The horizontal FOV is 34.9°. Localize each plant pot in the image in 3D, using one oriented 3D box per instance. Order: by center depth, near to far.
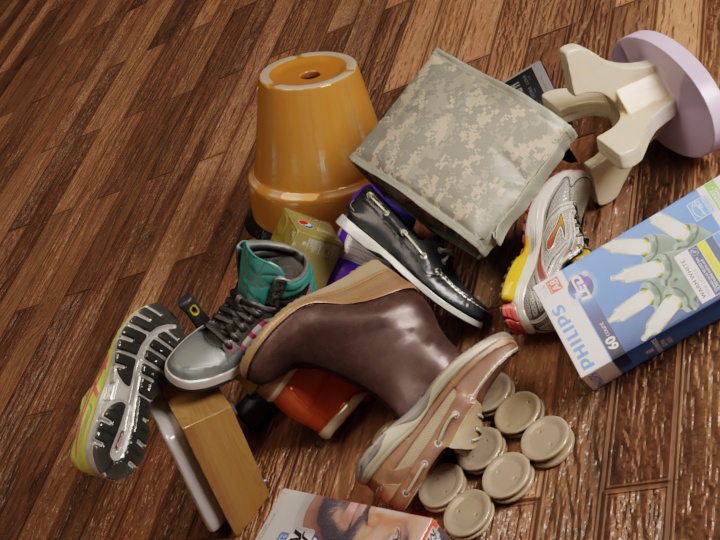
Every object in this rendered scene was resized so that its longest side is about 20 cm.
[{"bbox_3d":[-0.054,-0.168,1.451,0.198,0.185,0.201,-6,31,4],"label":"plant pot"}]

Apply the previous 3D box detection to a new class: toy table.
[{"bbox_3d":[0.282,-0.170,1.208,0.116,0.185,0.200,-24,20,-7],"label":"toy table"}]

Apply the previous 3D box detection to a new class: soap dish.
[{"bbox_3d":[-0.178,0.175,1.264,0.081,0.159,0.200,-27,31,-13],"label":"soap dish"}]

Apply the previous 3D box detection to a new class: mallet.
[{"bbox_3d":[-0.137,0.093,1.275,0.066,0.201,0.041,-38,37,-20],"label":"mallet"}]

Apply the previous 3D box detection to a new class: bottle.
[{"bbox_3d":[0.000,0.000,1.350,0.202,0.083,0.065,-69,11,-19],"label":"bottle"}]

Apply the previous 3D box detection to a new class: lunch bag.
[{"bbox_3d":[0.118,-0.118,1.229,0.164,0.118,0.200,-51,51,-2],"label":"lunch bag"}]

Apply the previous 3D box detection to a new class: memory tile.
[{"bbox_3d":[0.105,0.165,1.113,0.153,0.017,0.200,-43,32,-6],"label":"memory tile"}]

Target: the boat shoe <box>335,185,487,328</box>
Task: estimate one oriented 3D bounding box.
[{"bbox_3d":[0.064,-0.016,1.234,0.061,0.199,0.076,-52,-10,3],"label":"boat shoe"}]

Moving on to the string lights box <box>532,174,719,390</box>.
[{"bbox_3d":[0.272,0.014,1.055,0.199,0.059,0.103,-32,64,12],"label":"string lights box"}]

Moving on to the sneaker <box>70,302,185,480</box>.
[{"bbox_3d":[-0.250,0.122,1.188,0.090,0.078,0.201,-20,41,46],"label":"sneaker"}]

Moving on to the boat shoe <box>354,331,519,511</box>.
[{"bbox_3d":[0.084,0.144,1.086,0.072,0.076,0.200,44,90,14],"label":"boat shoe"}]

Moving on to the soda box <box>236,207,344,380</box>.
[{"bbox_3d":[-0.094,0.034,1.341,0.201,0.063,0.068,-64,28,17],"label":"soda box"}]

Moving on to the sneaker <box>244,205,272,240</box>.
[{"bbox_3d":[-0.110,-0.035,1.512,0.082,0.073,0.199,-47,33,-12],"label":"sneaker"}]

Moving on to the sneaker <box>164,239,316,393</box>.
[{"bbox_3d":[-0.119,0.035,1.179,0.083,0.122,0.199,33,49,27],"label":"sneaker"}]

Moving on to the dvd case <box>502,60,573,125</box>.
[{"bbox_3d":[0.162,-0.175,1.456,0.199,0.025,0.151,-30,34,15],"label":"dvd case"}]

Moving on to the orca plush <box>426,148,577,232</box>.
[{"bbox_3d":[0.162,-0.081,1.332,0.198,0.072,0.105,-25,-9,14],"label":"orca plush"}]

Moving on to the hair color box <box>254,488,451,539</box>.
[{"bbox_3d":[-0.017,0.275,1.059,0.199,0.064,0.111,0,49,43],"label":"hair color box"}]

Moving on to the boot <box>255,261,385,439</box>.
[{"bbox_3d":[-0.013,0.087,1.256,0.201,0.107,0.075,-51,1,-14],"label":"boot"}]

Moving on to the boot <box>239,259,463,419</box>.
[{"bbox_3d":[-0.004,0.094,1.155,0.199,0.073,0.167,-34,65,-13],"label":"boot"}]

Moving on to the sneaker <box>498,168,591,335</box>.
[{"bbox_3d":[0.212,-0.018,1.186,0.081,0.078,0.202,0,56,34],"label":"sneaker"}]
